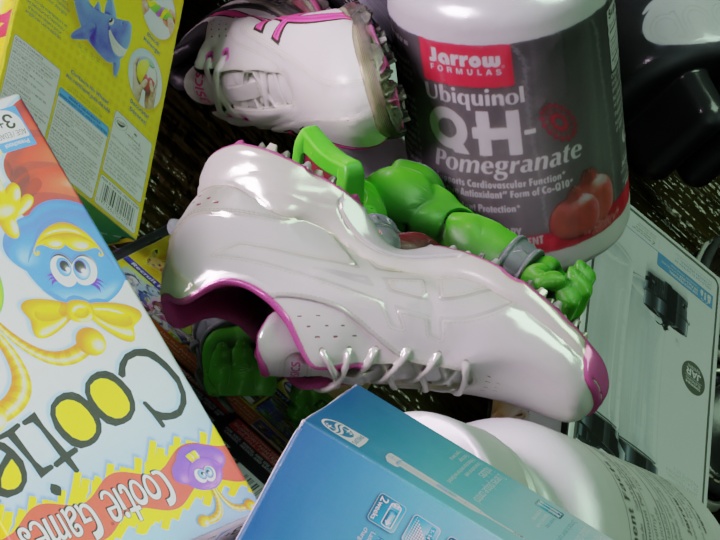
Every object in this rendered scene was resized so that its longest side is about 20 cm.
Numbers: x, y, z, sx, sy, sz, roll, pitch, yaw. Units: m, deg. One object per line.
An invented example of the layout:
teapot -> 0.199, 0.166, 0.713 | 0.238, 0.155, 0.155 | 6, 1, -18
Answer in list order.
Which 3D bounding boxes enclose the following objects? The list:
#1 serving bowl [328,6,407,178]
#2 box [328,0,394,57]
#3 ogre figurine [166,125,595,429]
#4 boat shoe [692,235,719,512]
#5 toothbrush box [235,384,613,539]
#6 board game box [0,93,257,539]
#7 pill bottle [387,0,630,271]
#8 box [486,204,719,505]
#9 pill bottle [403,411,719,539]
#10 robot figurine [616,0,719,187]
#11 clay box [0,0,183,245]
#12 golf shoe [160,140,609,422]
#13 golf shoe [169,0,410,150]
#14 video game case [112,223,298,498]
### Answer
serving bowl -> 0.041, -0.083, 1.531 | 0.200, 0.066, 0.200 | 33, 33, -25
box -> -0.040, -0.199, 1.413 | 0.200, 0.048, 0.158 | 43, -2, 42
ogre figurine -> 0.000, 0.000, 1.269 | 0.120, 0.200, 0.098 | 52, -18, 39
boat shoe -> 0.204, 0.055, 1.589 | 0.074, 0.060, 0.200 | 39, 32, -19
toothbrush box -> 0.039, 0.159, 1.029 | 0.200, 0.147, 0.085 | 30, 14, 10
board game box -> -0.143, 0.049, 1.080 | 0.105, 0.103, 0.200 | -21, 71, -34
pill bottle -> 0.071, -0.106, 1.339 | 0.111, 0.110, 0.201 | -72, 158, -56
box -> 0.126, 0.069, 1.413 | 0.117, 0.060, 0.201 | 37, 47, -33
pill bottle -> 0.070, 0.125, 1.173 | 0.200, 0.114, 0.115 | 26, 36, -53
robot figurine -> 0.179, -0.150, 1.731 | 0.150, 0.124, 0.200 | 67, 0, -63
clay box -> -0.136, -0.124, 1.276 | 0.115, 0.047, 0.201 | 42, 47, -46
golf shoe -> 0.006, 0.025, 1.165 | 0.200, 0.075, 0.092 | 26, 62, 10
golf shoe -> -0.037, -0.093, 1.362 | 0.200, 0.092, 0.073 | -148, -141, -69
video game case -> -0.055, 0.069, 1.233 | 0.200, 0.026, 0.181 | 42, 25, 8
